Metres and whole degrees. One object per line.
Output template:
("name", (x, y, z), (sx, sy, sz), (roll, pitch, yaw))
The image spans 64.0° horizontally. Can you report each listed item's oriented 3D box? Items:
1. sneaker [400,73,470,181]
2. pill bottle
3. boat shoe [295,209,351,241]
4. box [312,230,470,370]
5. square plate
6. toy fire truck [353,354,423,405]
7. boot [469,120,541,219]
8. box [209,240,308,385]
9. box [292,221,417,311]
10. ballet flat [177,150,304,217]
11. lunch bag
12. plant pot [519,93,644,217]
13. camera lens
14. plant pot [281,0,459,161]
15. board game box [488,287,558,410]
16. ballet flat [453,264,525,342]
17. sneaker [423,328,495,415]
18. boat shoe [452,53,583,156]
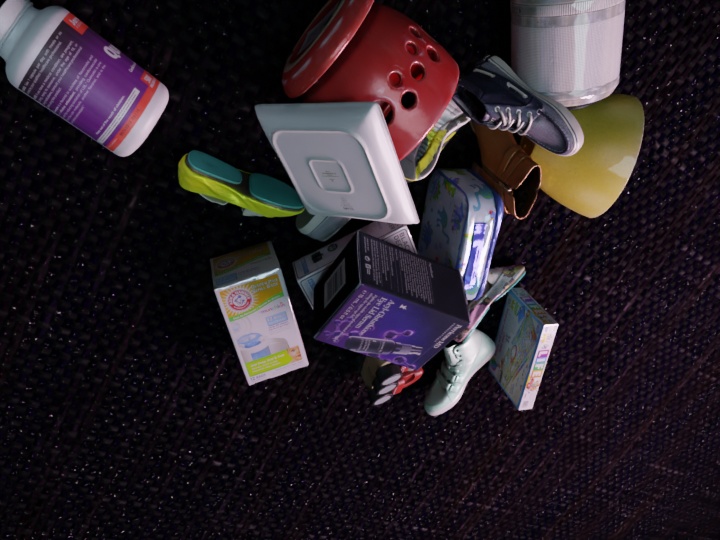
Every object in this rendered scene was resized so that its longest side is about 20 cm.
("sneaker", (0.111, -0.223, 0.906), (0.074, 0.085, 0.201), (39, 79, -7))
("pill bottle", (-0.350, -0.243, 0.718), (0.199, 0.113, 0.113), (36, 103, -31))
("boat shoe", (-0.017, -0.121, 0.922), (0.200, 0.071, 0.071), (-39, 133, 23))
("box", (0.045, 0.052, 0.880), (0.197, 0.105, 0.148), (19, 133, -23))
("square plate", (-0.034, -0.136, 0.782), (0.029, 0.197, 0.199), (-58, 142, -31))
("toy fire truck", (0.093, 0.141, 1.082), (0.197, 0.130, 0.177), (-17, 153, -16))
("boot", (0.230, -0.194, 0.917), (0.075, 0.156, 0.203), (-3, 119, -16))
("box", (-0.168, 0.070, 0.962), (0.111, 0.102, 0.203), (-17, 122, -9))
("box", (0.000, 0.000, 0.960), (0.197, 0.060, 0.118), (-26, 122, -1))
("ballet flat", (-0.183, -0.120, 0.881), (0.197, 0.068, 0.067), (19, 132, -24))
("lunch bag", (0.164, -0.058, 0.967), (0.081, 0.161, 0.203), (-2, 118, -17))
("plant pot", (0.344, -0.204, 0.948), (0.140, 0.201, 0.203), (15, 115, -3))
("camera lens", (0.303, -0.352, 0.850), (0.157, 0.160, 0.203), (-16, 122, -9))
("plant pot", (0.004, -0.260, 0.779), (0.181, 0.201, 0.201), (34, 104, -26))
("board game box", (0.321, 0.156, 1.157), (0.034, 0.135, 0.203), (-2, 119, -17))
("ballet flat", (0.231, 0.046, 1.103), (0.071, 0.069, 0.200), (43, 84, 0))
("sneaker", (0.174, 0.192, 1.161), (0.201, 0.074, 0.118), (-51, 128, 1))
("boat shoe", (0.221, -0.221, 0.835), (0.092, 0.200, 0.075), (-39, 164, -28))
